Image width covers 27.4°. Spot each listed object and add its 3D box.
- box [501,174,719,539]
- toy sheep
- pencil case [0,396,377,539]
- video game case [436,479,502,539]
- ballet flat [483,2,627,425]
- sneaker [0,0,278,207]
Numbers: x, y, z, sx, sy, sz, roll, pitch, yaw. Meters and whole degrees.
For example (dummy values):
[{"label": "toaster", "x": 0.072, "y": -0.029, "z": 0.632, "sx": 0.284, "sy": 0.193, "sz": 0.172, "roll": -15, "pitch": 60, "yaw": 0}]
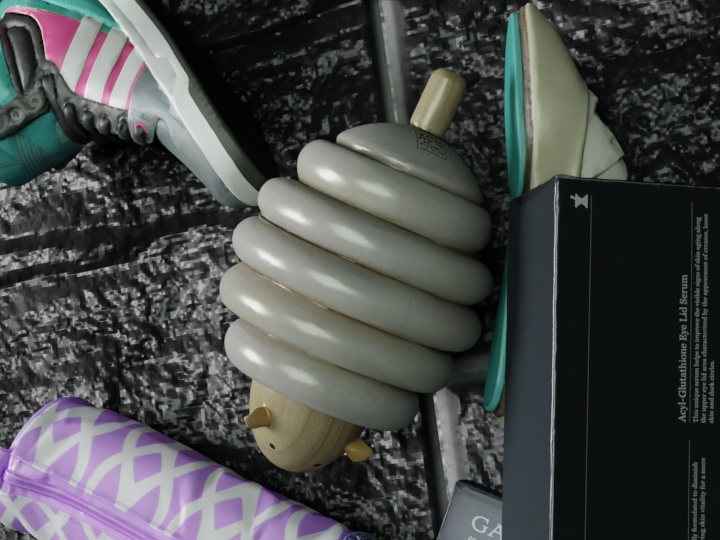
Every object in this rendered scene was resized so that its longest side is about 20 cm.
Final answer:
[{"label": "box", "x": 0.136, "y": 0.068, "z": 0.632, "sx": 0.139, "sy": 0.079, "sz": 0.202, "roll": 4, "pitch": 84, "yaw": -12}, {"label": "toy sheep", "x": 0.000, "y": 0.000, "z": 0.690, "sx": 0.137, "sy": 0.138, "sz": 0.202, "roll": 21, "pitch": 95, "yaw": 22}, {"label": "pencil case", "x": -0.092, "y": 0.134, "z": 0.744, "sx": 0.198, "sy": 0.085, "sz": 0.085, "roll": 21, "pitch": 105, "yaw": 23}, {"label": "video game case", "x": 0.079, "y": 0.220, "z": 0.704, "sx": 0.142, "sy": 0.019, "sz": 0.202, "roll": 19, "pitch": 91, "yaw": 22}, {"label": "ballet flat", "x": 0.096, "y": -0.024, "z": 0.702, "sx": 0.069, "sy": 0.069, "sz": 0.202, "roll": 3, "pitch": 88, "yaw": 22}, {"label": "sneaker", "x": -0.138, "y": -0.079, "z": 0.774, "sx": 0.121, "sy": 0.084, "sz": 0.200, "roll": -43, "pitch": 64, "yaw": 8}]
